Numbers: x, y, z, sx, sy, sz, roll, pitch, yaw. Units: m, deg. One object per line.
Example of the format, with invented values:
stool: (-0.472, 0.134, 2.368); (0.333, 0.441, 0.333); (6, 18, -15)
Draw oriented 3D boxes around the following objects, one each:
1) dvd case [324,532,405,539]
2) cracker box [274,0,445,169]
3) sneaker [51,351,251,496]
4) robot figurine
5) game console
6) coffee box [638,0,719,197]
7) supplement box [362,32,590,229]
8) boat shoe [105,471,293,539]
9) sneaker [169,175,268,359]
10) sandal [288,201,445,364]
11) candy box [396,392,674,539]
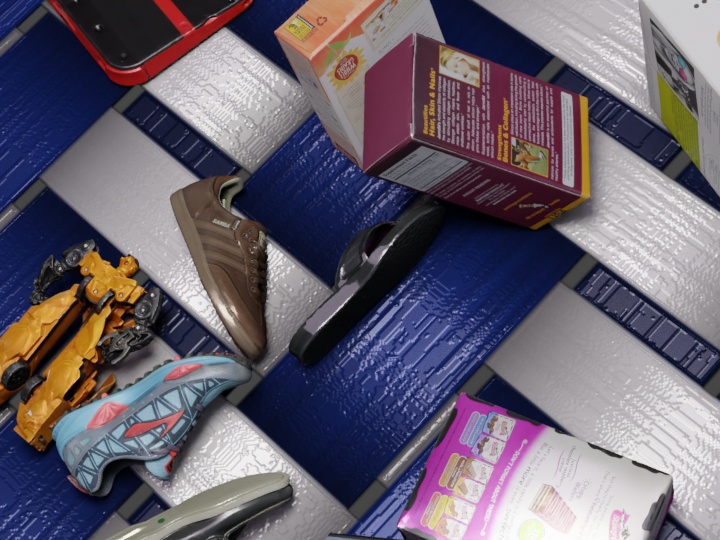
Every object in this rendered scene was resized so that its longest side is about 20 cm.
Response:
dvd case: (-0.037, 0.298, 1.274); (0.143, 0.018, 0.200); (-8, 34, 53)
cracker box: (0.011, -0.200, 1.467); (0.134, 0.200, 0.058); (-44, 58, -9)
sneaker: (-0.181, 0.146, 1.431); (0.200, 0.079, 0.096); (-27, 72, 9)
robot figurine: (-0.279, 0.067, 1.490); (0.145, 0.058, 0.200); (35, 78, 24)
game console: (-0.236, -0.305, 1.674); (0.177, 0.031, 0.200); (-35, 63, -10)
coffee box: (0.386, -0.176, 1.370); (0.200, 0.200, 0.198); (-30, 63, -2)
supplement box: (0.107, -0.124, 1.414); (0.200, 0.086, 0.110); (16, 61, -28)
boat shoe: (-0.147, 0.241, 1.385); (0.200, 0.072, 0.068); (-27, 100, -8)
sneaker: (-0.119, -0.012, 1.483); (0.076, 0.070, 0.200); (-26, 63, -1)
sandal: (-0.001, 0.000, 1.447); (0.200, 0.075, 0.048); (-45, 68, -9)
candy box: (0.151, 0.206, 1.324); (0.200, 0.061, 0.136); (21, 71, 22)
